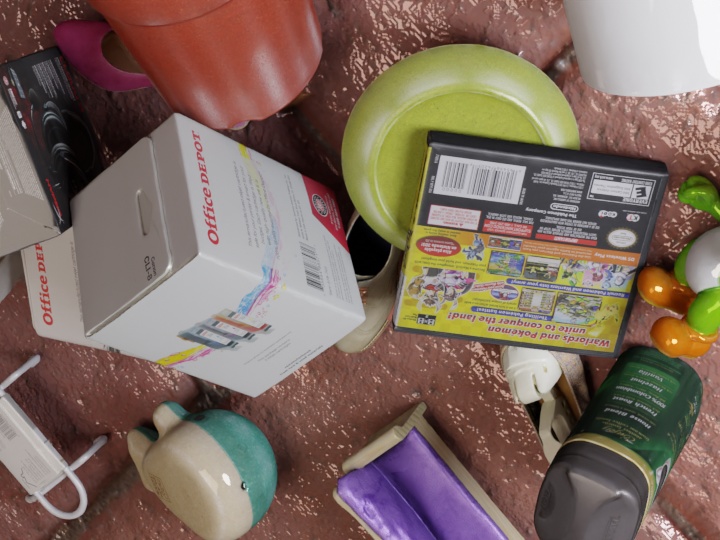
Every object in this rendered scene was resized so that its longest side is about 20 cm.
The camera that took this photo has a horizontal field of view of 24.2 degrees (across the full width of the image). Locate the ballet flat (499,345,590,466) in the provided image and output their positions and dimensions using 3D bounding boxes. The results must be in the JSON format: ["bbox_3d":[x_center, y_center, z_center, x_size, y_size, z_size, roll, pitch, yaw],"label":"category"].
[{"bbox_3d":[0.167,0.113,1.468,0.068,0.067,0.201,-20,105,35],"label":"ballet flat"}]

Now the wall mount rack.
[{"bbox_3d":[-0.368,0.185,1.811,0.173,0.075,0.201,-37,95,35],"label":"wall mount rack"}]

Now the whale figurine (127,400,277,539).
[{"bbox_3d":[-0.159,0.195,1.695,0.199,0.103,0.161,4,121,56],"label":"whale figurine"}]

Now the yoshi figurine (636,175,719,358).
[{"bbox_3d":[0.286,-0.026,1.302,0.112,0.112,0.200,45,126,8],"label":"yoshi figurine"}]

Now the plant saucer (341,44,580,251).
[{"bbox_3d":[0.083,-0.087,1.376,0.197,0.031,0.202,0,120,0],"label":"plant saucer"}]

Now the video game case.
[{"bbox_3d":[0.136,-0.018,1.384,0.197,0.026,0.182,7,121,-5],"label":"video game case"}]

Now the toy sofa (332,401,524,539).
[{"bbox_3d":[0.074,0.234,1.570,0.200,0.098,0.083,50,129,-3],"label":"toy sofa"}]

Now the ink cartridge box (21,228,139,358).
[{"bbox_3d":[-0.220,0.000,1.612,0.198,0.084,0.148,11,121,24],"label":"ink cartridge box"}]

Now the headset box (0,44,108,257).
[{"bbox_3d":[-0.290,-0.109,1.471,0.076,0.200,0.150,-18,100,13],"label":"headset box"}]

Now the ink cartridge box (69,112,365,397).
[{"bbox_3d":[-0.122,-0.009,1.411,0.144,0.147,0.199,-34,142,29],"label":"ink cartridge box"}]

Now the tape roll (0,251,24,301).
[{"bbox_3d":[-0.405,-0.064,1.607,0.138,0.203,0.204,25,126,14],"label":"tape roll"}]

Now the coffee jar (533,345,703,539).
[{"bbox_3d":[0.212,0.153,1.380,0.085,0.200,0.105,23,125,16],"label":"coffee jar"}]

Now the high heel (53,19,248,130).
[{"bbox_3d":[-0.181,-0.194,1.479,0.199,0.068,0.096,28,148,8],"label":"high heel"}]

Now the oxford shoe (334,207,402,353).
[{"bbox_3d":[0.000,0.000,1.495,0.070,0.074,0.202,25,126,15],"label":"oxford shoe"}]

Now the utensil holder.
[{"bbox_3d":[0.213,-0.245,1.180,0.168,0.170,0.202,-1,117,30],"label":"utensil holder"}]

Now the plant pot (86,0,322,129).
[{"bbox_3d":[-0.126,-0.231,1.345,0.199,0.202,0.196,10,150,24],"label":"plant pot"}]
